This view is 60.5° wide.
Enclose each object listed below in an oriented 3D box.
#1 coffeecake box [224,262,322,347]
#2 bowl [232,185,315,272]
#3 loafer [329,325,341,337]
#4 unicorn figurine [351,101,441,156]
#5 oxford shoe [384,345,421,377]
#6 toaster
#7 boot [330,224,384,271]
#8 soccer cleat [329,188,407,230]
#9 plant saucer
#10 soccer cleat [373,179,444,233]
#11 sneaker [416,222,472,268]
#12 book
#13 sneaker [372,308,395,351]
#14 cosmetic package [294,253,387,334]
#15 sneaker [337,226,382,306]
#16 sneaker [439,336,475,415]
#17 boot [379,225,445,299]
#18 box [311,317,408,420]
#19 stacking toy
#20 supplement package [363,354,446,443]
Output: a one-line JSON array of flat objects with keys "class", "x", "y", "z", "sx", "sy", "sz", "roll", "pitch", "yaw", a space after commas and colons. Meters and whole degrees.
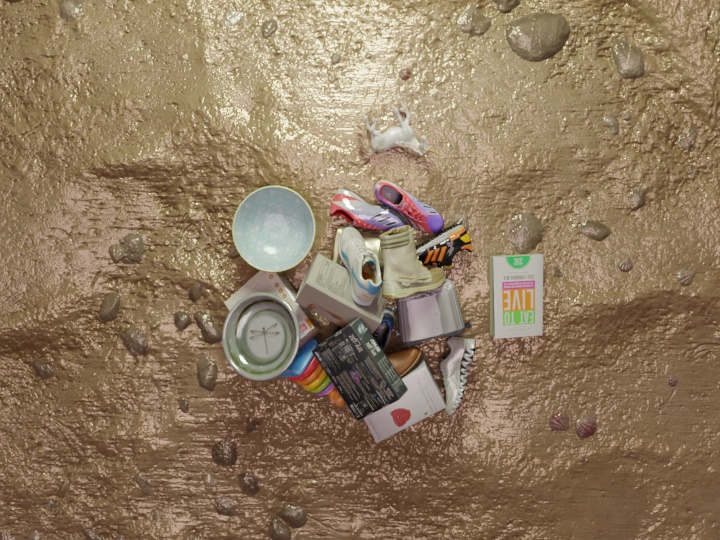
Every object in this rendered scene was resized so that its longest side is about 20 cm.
[{"class": "coffeecake box", "x": -0.215, "y": 0.112, "z": 1.517, "sx": 0.153, "sy": 0.073, "sz": 0.201, "roll": -39, "pitch": 75, "yaw": 6}, {"class": "bowl", "x": -0.205, "y": -0.096, "z": 1.494, "sx": 0.195, "sy": 0.108, "sz": 0.206, "roll": 0, "pitch": 89, "yaw": -3}, {"class": "loafer", "x": -0.016, "y": 0.125, "z": 1.539, "sx": 0.071, "sy": 0.063, "sz": 0.203, "roll": 33, "pitch": 93, "yaw": 32}, {"class": "unicorn figurine", "x": 0.088, "y": -0.330, "z": 1.488, "sx": 0.195, "sy": 0.074, "sz": 0.140, "roll": -11, "pitch": 108, "yaw": 16}, {"class": "oxford shoe", "x": 0.057, "y": 0.231, "z": 1.502, "sx": 0.197, "sy": 0.072, "sz": 0.072, "roll": -29, "pitch": 120, "yaw": 2}, {"class": "toaster", "x": 0.175, "y": 0.101, "z": 1.526, "sx": 0.195, "sy": 0.114, "sz": 0.132, "roll": -13, "pitch": 96, "yaw": 1}, {"class": "boot", "x": 0.000, "y": 0.000, "z": 1.530, "sx": 0.152, "sy": 0.073, "sz": 0.205, "roll": 10, "pitch": 93, "yaw": 3}, {"class": "soccer cleat", "x": 0.019, "y": -0.126, "z": 1.497, "sx": 0.197, "sy": 0.068, "sz": 0.074, "roll": 26, "pitch": 66, "yaw": 1}, {"class": "plant saucer", "x": -0.227, "y": 0.156, "z": 1.451, "sx": 0.195, "sy": 0.050, "sz": 0.206, "roll": -2, "pitch": 82, "yaw": 15}, {"class": "soccer cleat", "x": 0.118, "y": -0.152, "z": 1.507, "sx": 0.198, "sy": 0.073, "sz": 0.069, "roll": 33, "pitch": 98, "yaw": -4}, {"class": "sneaker", "x": 0.185, "y": -0.034, "z": 1.526, "sx": 0.197, "sy": 0.070, "sz": 0.091, "roll": -31, "pitch": 94, "yaw": 3}, {"class": "book", "x": 0.394, "y": 0.063, "z": 1.557, "sx": 0.130, "sy": 0.048, "sz": 0.205, "roll": -3, "pitch": 97, "yaw": -3}, {"class": "sneaker", "x": 0.026, "y": 0.194, "z": 1.554, "sx": 0.076, "sy": 0.085, "sz": 0.204, "roll": 22, "pitch": 99, "yaw": -3}, {"class": "cosmetic package", "x": -0.042, "y": 0.063, "z": 1.446, "sx": 0.197, "sy": 0.104, "sz": 0.088, "roll": 30, "pitch": 136, "yaw": -9}, {"class": "sneaker", "x": 0.004, "y": -0.024, "z": 1.424, "sx": 0.075, "sy": 0.203, "sz": 0.081, "roll": 1, "pitch": 145, "yaw": -29}, {"class": "sneaker", "x": 0.237, "y": 0.267, "z": 1.577, "sx": 0.079, "sy": 0.075, "sz": 0.205, "roll": 13, "pitch": 93, "yaw": 8}, {"class": "boot", "x": 0.123, "y": -0.028, "z": 1.439, "sx": 0.197, "sy": 0.071, "sz": 0.159, "roll": -14, "pitch": 102, "yaw": -40}, {"class": "box", "x": -0.005, "y": 0.231, "z": 1.431, "sx": 0.159, "sy": 0.043, "sz": 0.202, "roll": -36, "pitch": 88, "yaw": 40}, {"class": "stacking toy", "x": -0.104, "y": 0.276, "z": 1.568, "sx": 0.200, "sy": 0.115, "sz": 0.111, "roll": 48, "pitch": 56, "yaw": -22}, {"class": "supplement package", "x": 0.098, "y": 0.318, "z": 1.555, "sx": 0.197, "sy": 0.120, "sz": 0.123, "roll": -28, "pitch": 99, "yaw": 5}]
